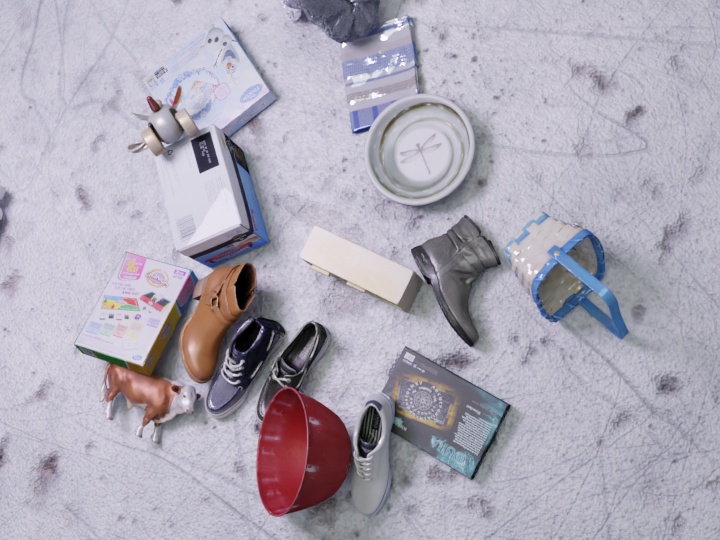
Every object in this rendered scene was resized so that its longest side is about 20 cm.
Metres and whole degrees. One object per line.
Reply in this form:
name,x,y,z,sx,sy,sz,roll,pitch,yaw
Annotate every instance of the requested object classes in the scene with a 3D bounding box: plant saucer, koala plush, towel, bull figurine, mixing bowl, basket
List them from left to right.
bull figurine,-0.379,0.230,1.608,0.198,0.065,0.123,25,84,21
mixing bowl,-0.082,0.295,1.457,0.107,0.200,0.203,10,68,-27
koala plush,-0.070,-0.515,1.654,0.178,0.184,0.200,-49,37,-4
towel,0.038,-0.358,1.645,0.145,0.024,0.203,-11,74,15
plant saucer,0.106,-0.204,1.573,0.197,0.050,0.203,-4,76,17
basket,0.325,0.013,1.388,0.139,0.176,0.200,-40,58,0

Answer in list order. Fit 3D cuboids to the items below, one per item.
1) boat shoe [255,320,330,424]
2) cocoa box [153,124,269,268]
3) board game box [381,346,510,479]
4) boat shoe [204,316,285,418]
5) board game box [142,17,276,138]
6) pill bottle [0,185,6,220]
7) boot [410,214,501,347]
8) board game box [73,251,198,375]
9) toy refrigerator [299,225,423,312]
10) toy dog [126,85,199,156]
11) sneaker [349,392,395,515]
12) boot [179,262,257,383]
boat shoe,-0.125,0.174,1.546,0.070,0.064,0.202,29,87,21
cocoa box,-0.267,-0.130,1.625,0.132,0.131,0.203,-22,72,11
board game box,0.127,0.230,1.473,0.198,0.028,0.137,28,89,21
boat shoe,-0.216,0.163,1.560,0.074,0.093,0.201,33,88,21
board game box,-0.290,-0.347,1.730,0.199,0.043,0.200,-36,69,6
pill bottle,-0.778,-0.087,1.781,0.111,0.112,0.203,18,83,20
boot,0.179,0.012,1.494,0.129,0.068,0.202,-28,72,3
board game box,-0.403,0.074,1.635,0.151,0.040,0.202,14,63,19
toy refrigerator,0.000,0.000,1.543,0.198,0.076,0.071,26,85,20
toy dog,-0.358,-0.277,1.605,0.132,0.097,0.199,-40,28,-22
sneaker,0.011,0.298,1.455,0.072,0.071,0.203,6,94,23
boot,-0.237,0.088,1.565,0.154,0.076,0.203,-18,56,47
